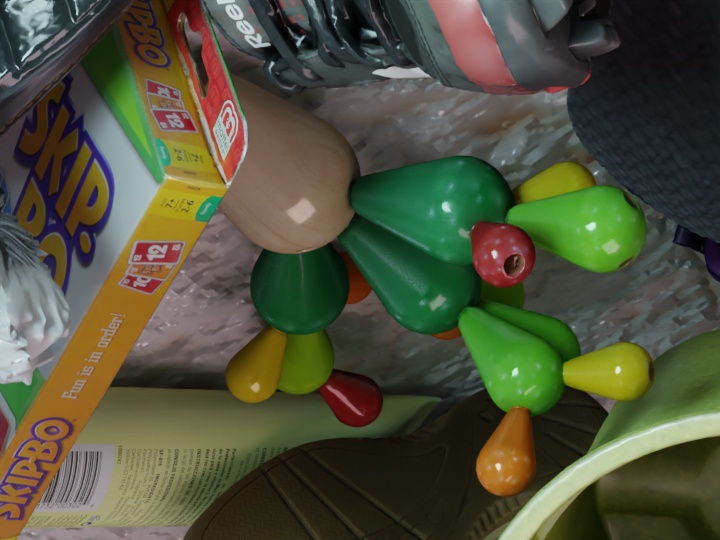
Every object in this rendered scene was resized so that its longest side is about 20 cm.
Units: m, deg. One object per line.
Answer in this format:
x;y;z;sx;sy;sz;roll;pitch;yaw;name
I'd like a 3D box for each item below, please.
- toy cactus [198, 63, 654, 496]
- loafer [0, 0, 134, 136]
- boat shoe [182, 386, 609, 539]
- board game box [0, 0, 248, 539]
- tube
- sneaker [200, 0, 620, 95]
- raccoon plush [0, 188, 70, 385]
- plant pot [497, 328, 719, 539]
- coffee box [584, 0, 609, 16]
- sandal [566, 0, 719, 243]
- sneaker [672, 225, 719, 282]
0.000;0.000;0.836;0.165;0.102;0.200;36;159;-19;toy cactus
-0.139;-0.055;0.748;0.200;0.073;0.072;-27;168;19;loafer
0.016;0.100;0.953;0.200;0.073;0.063;-16;141;-36;boat shoe
-0.094;-0.006;0.794;0.030;0.096;0.200;9;134;-33;board game box
-0.065;0.069;0.943;0.199;0.052;0.058;4;175;-38;tube
0.007;-0.079;0.676;0.098;0.200;0.071;-22;110;-1;sneaker
-0.190;-0.017;0.683;0.134;0.200;0.097;-40;172;25;raccoon plush
0.138;0.108;0.876;0.199;0.184;0.201;3;109;8;plant pot
0.153;-0.136;0.734;0.199;0.080;0.113;-12;144;6;coffee box
0.099;-0.066;0.696;0.045;0.075;0.200;-52;163;-20;sandal
0.203;-0.009;0.888;0.087;0.075;0.200;19;158;-36;sneaker
